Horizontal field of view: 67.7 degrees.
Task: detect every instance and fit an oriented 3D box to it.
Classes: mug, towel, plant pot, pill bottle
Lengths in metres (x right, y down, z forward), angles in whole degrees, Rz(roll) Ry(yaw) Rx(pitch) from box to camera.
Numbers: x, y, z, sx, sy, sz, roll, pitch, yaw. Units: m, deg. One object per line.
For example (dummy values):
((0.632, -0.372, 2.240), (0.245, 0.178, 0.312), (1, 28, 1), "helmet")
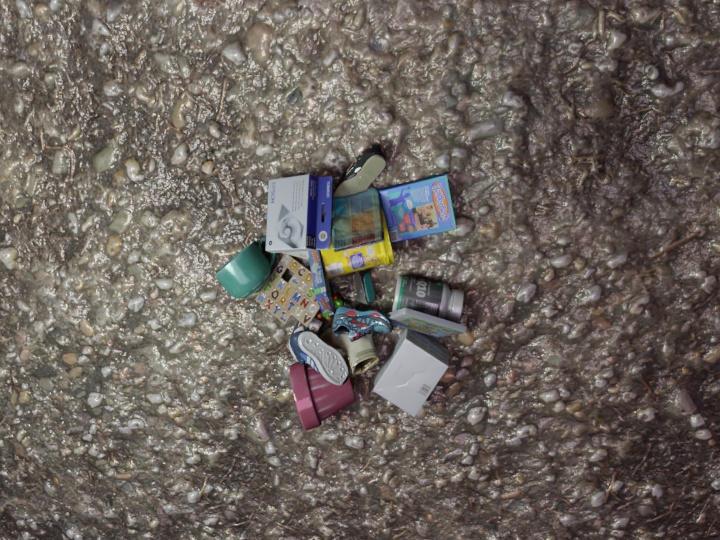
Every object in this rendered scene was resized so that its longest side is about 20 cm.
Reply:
((-0.327, 0.000, 1.584), (0.182, 0.153, 0.116), (-34, 102, 18), "mug")
((-0.011, -0.139, 1.441), (0.141, 0.205, 0.022), (-13, 136, 8), "towel")
((-0.112, 0.366, 1.659), (0.173, 0.200, 0.207), (-16, 106, -2), "plant pot")
((0.194, 0.087, 1.549), (0.192, 0.114, 0.117), (11, 110, 5), "pill bottle")

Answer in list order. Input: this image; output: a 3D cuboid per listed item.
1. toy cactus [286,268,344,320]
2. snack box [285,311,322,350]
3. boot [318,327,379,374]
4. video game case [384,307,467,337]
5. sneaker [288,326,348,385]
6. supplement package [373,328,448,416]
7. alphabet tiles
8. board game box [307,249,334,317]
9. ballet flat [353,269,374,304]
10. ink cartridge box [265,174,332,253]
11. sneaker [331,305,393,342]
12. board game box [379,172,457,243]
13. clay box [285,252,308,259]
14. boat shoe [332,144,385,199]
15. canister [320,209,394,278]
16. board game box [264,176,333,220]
((-0.145, 0.059, 1.614), (0.192, 0.102, 0.172), (9, 100, 15), "toy cactus")
((-0.176, 0.199, 1.644), (0.070, 0.025, 0.202), (31, 139, 2), "snack box")
((-0.042, 0.241, 1.615), (0.195, 0.159, 0.072), (-26, 143, 15), "boot")
((0.176, 0.151, 1.523), (0.193, 0.182, 0.023), (17, 75, -15), "video game case")
((-0.131, 0.259, 1.592), (0.200, 0.081, 0.145), (46, 154, -11), "sneaker")
((0.155, 0.302, 1.626), (0.153, 0.111, 0.204), (30, 111, -1), "supplement package")
((-0.199, 0.069, 1.583), (0.197, 0.008, 0.170), (33, 87, 24), "alphabet tiles")
((-0.114, 0.007, 1.496), (0.033, 0.206, 0.137), (-12, 151, 0), "board game box")
((0.000, 0.000, 1.581), (0.062, 0.066, 0.208), (6, 109, 39), "ballet flat")
((-0.170, -0.155, 1.461), (0.193, 0.040, 0.209), (-3, 82, 28), "ink cartridge box")
((0.004, 0.171, 1.549), (0.194, 0.097, 0.080), (4, 142, 30), "sneaker")
((0.162, -0.173, 1.504), (0.192, 0.045, 0.158), (-10, 106, 13), "board game box")
((-0.185, -0.147, 1.567), (0.111, 0.048, 0.208), (13, 109, 8), "clay box")
((-0.007, -0.264, 1.496), (0.072, 0.065, 0.200), (23, 129, -35), "boat shoe")
((-0.014, -0.071, 1.488), (0.192, 0.087, 0.155), (-13, 88, 2), "canister")
((-0.175, -0.162, 1.507), (0.197, 0.019, 0.106), (-32, 80, 22), "board game box")
